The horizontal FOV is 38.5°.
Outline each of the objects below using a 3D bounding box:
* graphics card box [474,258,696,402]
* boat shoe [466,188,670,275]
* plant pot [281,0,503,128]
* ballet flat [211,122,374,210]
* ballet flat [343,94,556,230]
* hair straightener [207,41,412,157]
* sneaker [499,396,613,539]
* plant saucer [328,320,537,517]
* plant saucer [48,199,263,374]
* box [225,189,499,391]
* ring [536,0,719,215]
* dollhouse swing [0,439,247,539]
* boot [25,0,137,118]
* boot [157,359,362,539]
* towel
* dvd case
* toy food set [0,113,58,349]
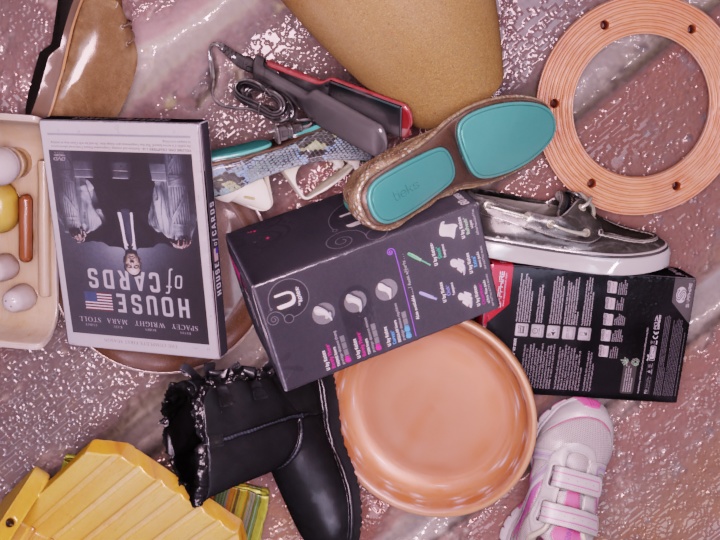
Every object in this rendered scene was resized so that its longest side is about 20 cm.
[{"bbox_3d":[0.207,0.054,0.972,0.199,0.051,0.126,3,101,-5],"label":"graphics card box"},{"bbox_3d":[0.189,-0.038,0.940,0.199,0.071,0.064,6,108,-5],"label":"boat shoe"},{"bbox_3d":[0.036,-0.226,0.853,0.186,0.187,0.200,-34,119,2],"label":"plant pot"},{"bbox_3d":[-0.071,-0.088,0.894,0.199,0.074,0.075,-19,102,-14],"label":"ballet flat"},{"bbox_3d":[0.068,-0.094,0.841,0.199,0.065,0.071,-24,109,-24],"label":"ballet flat"},{"bbox_3d":[-0.057,-0.144,0.866,0.199,0.077,0.041,30,142,20],"label":"hair straightener"},{"bbox_3d":[0.194,0.218,0.972,0.081,0.088,0.201,10,108,-7],"label":"sneaker"},{"bbox_3d":[0.066,0.129,0.951,0.199,0.037,0.202,5,106,17],"label":"plant saucer"},{"bbox_3d":[-0.179,-0.007,0.935,0.199,0.032,0.202,-1,101,-4],"label":"plant saucer"},{"bbox_3d":[0.000,0.000,0.884,0.199,0.122,0.107,-21,117,-10],"label":"box"},{"bbox_3d":[0.258,-0.152,0.954,0.199,0.019,0.202,-1,102,-4],"label":"ring"},{"bbox_3d":[-0.227,0.276,0.894,0.200,0.176,0.182,39,53,-16],"label":"dollhouse swing"},{"bbox_3d":[-0.222,-0.215,0.881,0.075,0.074,0.201,15,104,-27],"label":"boot"},{"bbox_3d":[-0.086,0.170,0.905,0.162,0.073,0.200,-7,86,-46],"label":"boot"},{"bbox_3d":[-0.191,0.233,0.986,0.199,0.018,0.087,12,99,-7],"label":"towel"},{"bbox_3d":[-0.189,-0.027,0.863,0.149,0.025,0.201,4,108,18],"label":"dvd case"},{"bbox_3d":[-0.338,-0.037,0.883,0.142,0.060,0.201,5,101,8],"label":"toy food set"}]
